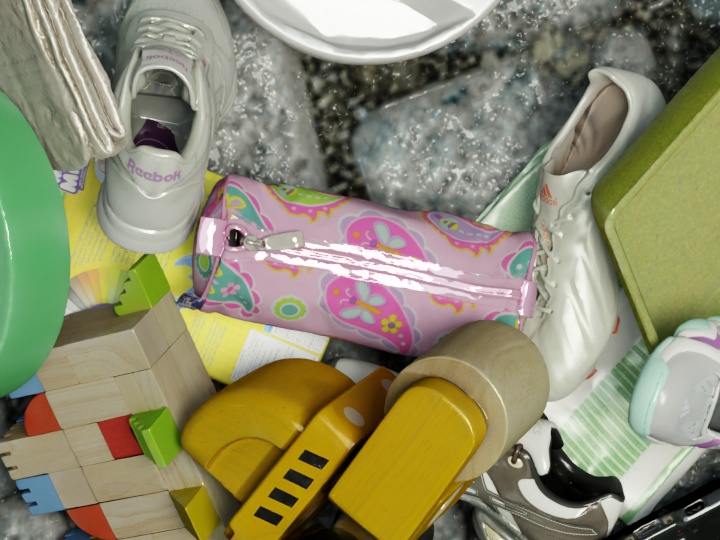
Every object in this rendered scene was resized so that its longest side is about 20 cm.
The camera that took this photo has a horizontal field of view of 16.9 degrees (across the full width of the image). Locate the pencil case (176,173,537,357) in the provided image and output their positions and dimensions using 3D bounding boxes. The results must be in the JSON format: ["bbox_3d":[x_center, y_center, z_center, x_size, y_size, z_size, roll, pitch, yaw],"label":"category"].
[{"bbox_3d":[0.000,0.000,1.387,0.199,0.087,0.088,12,89,-9],"label":"pencil case"}]

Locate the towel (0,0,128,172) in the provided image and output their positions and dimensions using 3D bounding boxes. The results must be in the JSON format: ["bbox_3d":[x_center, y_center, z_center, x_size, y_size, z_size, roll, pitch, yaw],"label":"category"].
[{"bbox_3d":[-0.198,-0.119,1.355,0.034,0.200,0.133,-29,107,-28],"label":"towel"}]

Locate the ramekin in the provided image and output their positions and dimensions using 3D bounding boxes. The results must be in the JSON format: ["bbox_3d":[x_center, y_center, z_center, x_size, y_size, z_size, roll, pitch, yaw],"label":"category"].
[{"bbox_3d":[0.002,-0.219,1.425,0.201,0.094,0.203,0,90,-5],"label":"ramekin"}]

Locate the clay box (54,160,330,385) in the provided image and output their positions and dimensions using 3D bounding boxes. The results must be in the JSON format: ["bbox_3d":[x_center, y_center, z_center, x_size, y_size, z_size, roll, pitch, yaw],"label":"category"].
[{"bbox_3d":[-0.107,-0.005,1.440,0.199,0.048,0.115,23,88,-4],"label":"clay box"}]

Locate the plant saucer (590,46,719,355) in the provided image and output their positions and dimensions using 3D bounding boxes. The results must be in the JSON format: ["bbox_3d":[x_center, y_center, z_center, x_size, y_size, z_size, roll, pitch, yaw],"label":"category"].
[{"bbox_3d":[0.211,-0.040,1.408,0.200,0.048,0.200,-47,138,-19],"label":"plant saucer"}]

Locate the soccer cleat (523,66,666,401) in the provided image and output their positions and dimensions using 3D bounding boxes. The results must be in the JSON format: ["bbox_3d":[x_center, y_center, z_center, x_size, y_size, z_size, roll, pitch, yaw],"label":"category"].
[{"bbox_3d":[0.124,-0.024,1.417,0.069,0.077,0.201,15,84,38],"label":"soccer cleat"}]

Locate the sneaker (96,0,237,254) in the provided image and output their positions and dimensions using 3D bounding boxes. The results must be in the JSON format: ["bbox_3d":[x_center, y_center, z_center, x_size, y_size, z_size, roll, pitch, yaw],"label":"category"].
[{"bbox_3d":[-0.104,-0.109,1.385,0.075,0.100,0.201,8,52,-7],"label":"sneaker"}]

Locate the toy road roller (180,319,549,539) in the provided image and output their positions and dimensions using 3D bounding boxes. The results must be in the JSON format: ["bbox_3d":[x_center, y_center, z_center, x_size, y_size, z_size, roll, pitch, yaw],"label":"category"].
[{"bbox_3d":[-0.006,0.091,1.337,0.146,0.123,0.200,41,114,8],"label":"toy road roller"}]

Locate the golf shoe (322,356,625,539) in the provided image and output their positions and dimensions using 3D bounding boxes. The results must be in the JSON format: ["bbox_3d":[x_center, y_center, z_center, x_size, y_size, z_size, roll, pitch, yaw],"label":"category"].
[{"bbox_3d":[0.068,0.100,1.426,0.200,0.078,0.095,35,126,-11],"label":"golf shoe"}]

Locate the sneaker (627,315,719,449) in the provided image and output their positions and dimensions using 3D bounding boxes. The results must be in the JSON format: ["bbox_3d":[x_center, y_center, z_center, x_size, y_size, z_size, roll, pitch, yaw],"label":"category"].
[{"bbox_3d":[0.255,0.083,1.375,0.200,0.140,0.078,-7,119,-45],"label":"sneaker"}]

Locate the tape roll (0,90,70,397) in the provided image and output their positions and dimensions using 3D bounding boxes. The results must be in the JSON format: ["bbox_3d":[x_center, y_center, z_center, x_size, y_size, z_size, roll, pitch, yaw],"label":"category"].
[{"bbox_3d":[-0.250,-0.018,1.367,0.200,0.048,0.201,11,107,38],"label":"tape roll"}]

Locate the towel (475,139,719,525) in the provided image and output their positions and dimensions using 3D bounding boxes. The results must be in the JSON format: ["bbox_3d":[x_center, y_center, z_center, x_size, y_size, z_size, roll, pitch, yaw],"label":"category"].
[{"bbox_3d":[0.140,0.040,1.473,0.200,0.023,0.153,42,88,-4],"label":"towel"}]

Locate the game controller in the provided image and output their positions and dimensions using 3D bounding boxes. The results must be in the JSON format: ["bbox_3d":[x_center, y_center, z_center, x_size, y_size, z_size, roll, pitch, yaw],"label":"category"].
[{"bbox_3d":[0.179,0.179,1.444,0.199,0.042,0.105,-28,133,-4],"label":"game controller"}]

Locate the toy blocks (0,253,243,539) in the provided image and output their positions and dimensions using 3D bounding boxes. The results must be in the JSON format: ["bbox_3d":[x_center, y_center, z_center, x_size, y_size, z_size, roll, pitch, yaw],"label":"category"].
[{"bbox_3d":[-0.146,0.101,1.410,0.136,0.100,0.201,-13,111,29],"label":"toy blocks"}]
